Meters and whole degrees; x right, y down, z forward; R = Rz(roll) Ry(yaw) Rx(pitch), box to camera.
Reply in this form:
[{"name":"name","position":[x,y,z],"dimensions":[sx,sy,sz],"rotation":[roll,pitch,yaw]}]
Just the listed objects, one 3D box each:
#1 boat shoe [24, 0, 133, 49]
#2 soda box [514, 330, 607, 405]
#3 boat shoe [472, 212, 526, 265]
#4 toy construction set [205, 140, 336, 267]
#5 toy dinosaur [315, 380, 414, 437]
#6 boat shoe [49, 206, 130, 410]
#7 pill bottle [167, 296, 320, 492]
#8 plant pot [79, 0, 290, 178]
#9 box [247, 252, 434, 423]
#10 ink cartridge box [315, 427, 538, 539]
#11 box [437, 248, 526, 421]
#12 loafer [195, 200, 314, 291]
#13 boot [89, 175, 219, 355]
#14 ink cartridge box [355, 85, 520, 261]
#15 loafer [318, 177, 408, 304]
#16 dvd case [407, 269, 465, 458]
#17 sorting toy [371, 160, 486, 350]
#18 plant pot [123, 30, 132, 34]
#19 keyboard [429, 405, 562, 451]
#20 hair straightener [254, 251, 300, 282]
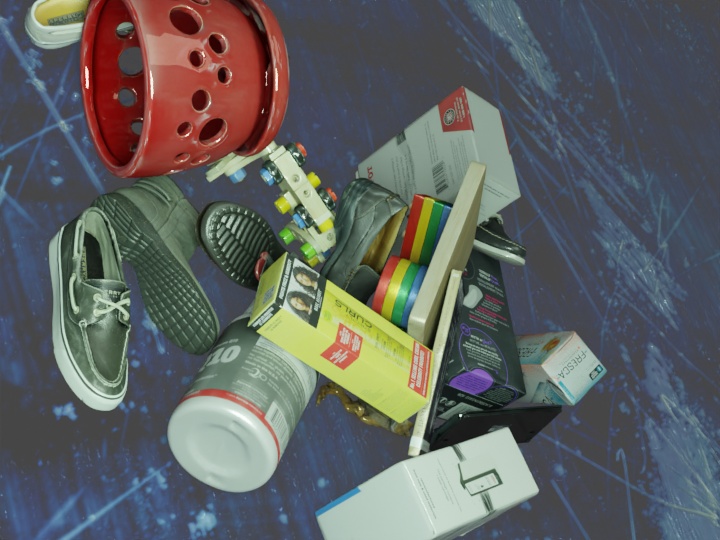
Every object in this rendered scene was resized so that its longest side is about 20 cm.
[{"name":"boat shoe","position":[-0.273,-0.302,1.339],"dimensions":[0.198,0.070,0.072],"rotation":[-22,92,-18]},{"name":"soda box","position":[0.231,0.124,1.546],"dimensions":[0.063,0.200,0.069],"rotation":[-42,96,-13]},{"name":"boat shoe","position":[0.153,-0.061,1.622],"dimensions":[0.073,0.061,0.199],"rotation":[28,1,-38]},{"name":"toy construction set","position":[-0.087,-0.091,1.423],"dimensions":[0.200,0.131,0.092],"rotation":[40,82,-17]},{"name":"toy dinosaur","position":[0.007,0.145,1.383],"dimensions":[0.105,0.061,0.200],"rotation":[28,11,-17]},{"name":"boat shoe","position":[-0.256,0.033,1.174],"dimensions":[0.070,0.063,0.202],"rotation":[9,55,-44]},{"name":"pill bottle","position":[-0.107,0.115,1.235],"dimensions":[0.114,0.114,0.201],"rotation":[44,36,-13]},{"name":"plant pot","position":[-0.184,-0.203,1.301],"dimensions":[0.180,0.201,0.203],"rotation":[-5,64,-31]},{"name":"box","position":[-0.016,0.070,1.230],"dimensions":[0.199,0.050,0.076],"rotation":[36,39,-21]},{"name":"ink cartridge box","position":[0.073,0.248,1.302],"dimensions":[0.199,0.146,0.085],"rotation":[-7,66,-51]},{"name":"box","position":[0.116,0.075,1.524],"dimensions":[0.121,0.106,0.202],"rotation":[24,45,-37]},{"name":"loafer","position":[-0.126,-0.016,1.337],"dimensions":[0.073,0.071,0.200],"rotation":[-58,143,-11]},{"name":"boot","position":[-0.190,-0.018,1.296],"dimensions":[0.201,0.067,0.131],"rotation":[55,30,-1]},{"name":"ink cartridge box","position":[0.097,-0.116,1.581],"dimensions":[0.082,0.199,0.148],"rotation":[23,46,-39]},{"name":"loafer","position":[0.000,0.000,1.395],"dimensions":[0.072,0.203,0.072],"rotation":[22,19,30]},{"name":"dvd case","position":[0.085,0.109,1.351],"dimensions":[0.149,0.016,0.203],"rotation":[59,44,-79]},{"name":"sorting toy","position":[0.070,0.001,1.363],"dimensions":[0.069,0.199,0.202],"rotation":[19,66,9]},{"name":"plant pot","position":[-0.241,-0.380,1.450],"dimensions":[0.200,0.201,0.134],"rotation":[39,2,-19]},{"name":"keyboard","position":[0.152,0.186,1.485],"dimensions":[0.198,0.104,0.040],"rotation":[5,47,-44]},{"name":"hair straightener","position":[-0.045,0.055,1.340],"dimensions":[0.201,0.076,0.041],"rotation":[65,34,-40]}]
